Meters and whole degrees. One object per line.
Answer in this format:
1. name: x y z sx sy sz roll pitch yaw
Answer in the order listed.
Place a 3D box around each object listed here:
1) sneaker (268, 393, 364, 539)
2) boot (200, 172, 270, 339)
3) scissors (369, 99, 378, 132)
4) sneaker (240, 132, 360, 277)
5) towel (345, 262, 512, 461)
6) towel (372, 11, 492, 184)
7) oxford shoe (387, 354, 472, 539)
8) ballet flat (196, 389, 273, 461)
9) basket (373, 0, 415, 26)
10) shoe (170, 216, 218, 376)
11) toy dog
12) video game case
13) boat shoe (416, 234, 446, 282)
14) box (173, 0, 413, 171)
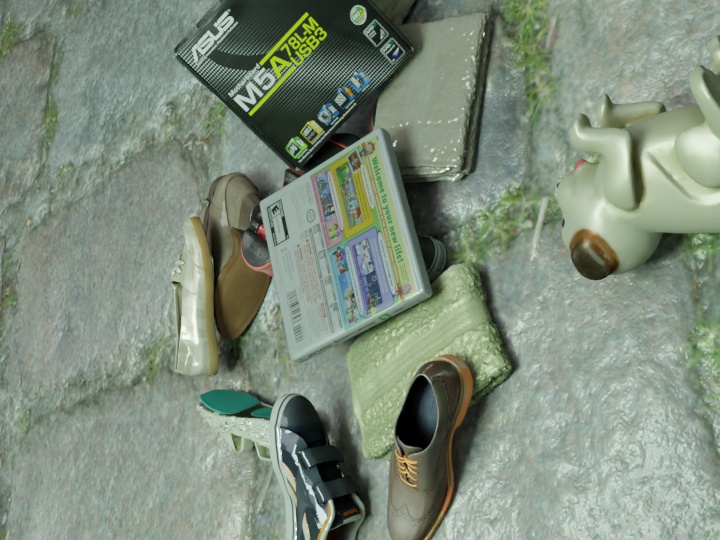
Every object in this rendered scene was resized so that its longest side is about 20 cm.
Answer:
1. sneaker: -0.040 0.228 1.106 0.079 0.078 0.203 -12 85 38
2. boot: -0.173 -0.026 1.371 0.146 0.070 0.203 24 99 57
3. scissors: 0.014 -0.119 1.246 0.073 0.014 0.203 15 84 46
4. sneaker: -0.063 -0.077 1.261 0.074 0.087 0.201 37 87 29
5. towel: 0.062 0.097 1.094 0.199 0.036 0.150 -38 51 29
6. towel: 0.079 -0.193 1.188 0.131 0.034 0.203 0 72 36
7. oxford shoe: 0.051 0.181 1.019 0.071 0.073 0.203 16 103 30
8. ballet flat: -0.126 0.187 1.231 0.198 0.071 0.073 6 78 47
9. basket: -0.048 -0.363 1.276 0.201 0.197 0.161 -57 46 11
10. shoe: -0.211 0.032 1.308 0.070 0.053 0.203 143 122 -72
11. toy dog: 0.259 -0.074 0.902 0.199 0.194 0.140 -32 16 37
12. video game case: -0.021 -0.027 1.138 0.181 0.022 0.202 -28 61 28
13. boat shoe: 0.000 0.000 1.172 0.198 0.067 0.073 -15 64 41
14. box: -0.074 -0.247 1.173 0.200 0.193 0.048 -44 25 7
